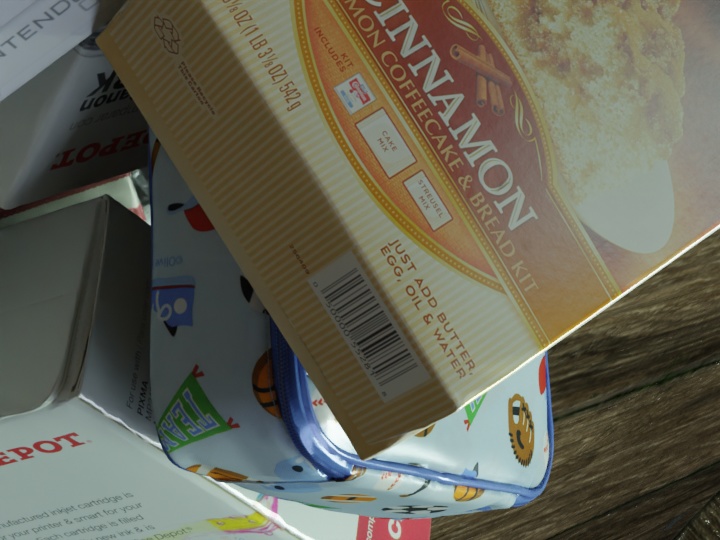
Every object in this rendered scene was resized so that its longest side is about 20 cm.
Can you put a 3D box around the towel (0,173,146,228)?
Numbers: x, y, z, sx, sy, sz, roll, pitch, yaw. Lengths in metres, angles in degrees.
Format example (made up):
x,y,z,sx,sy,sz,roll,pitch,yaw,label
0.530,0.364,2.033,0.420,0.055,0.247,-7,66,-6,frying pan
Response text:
x,y,z,sx,sy,sz,roll,pitch,yaw,label
-0.144,0.055,0.975,0.143,0.023,0.201,-21,130,-19,towel

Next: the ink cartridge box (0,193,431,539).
x,y,z,sx,sy,sz,roll,pitch,yaw,label
-0.087,0.067,0.900,0.145,0.083,0.200,-15,144,33,ink cartridge box

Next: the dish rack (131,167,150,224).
x,y,z,sx,sy,sz,roll,pitch,yaw,label
-0.066,-0.061,1.036,0.200,0.044,0.172,-42,163,-3,dish rack

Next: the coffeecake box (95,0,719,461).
x,y,z,sx,sy,sz,roll,pitch,yaw,label
0.046,-0.062,0.754,0.199,0.154,0.073,-33,180,-29,coffeecake box

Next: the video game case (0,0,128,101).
x,y,z,sx,sy,sz,roll,pitch,yaw,label
-0.123,-0.119,0.661,0.181,0.024,0.200,-34,145,12,video game case

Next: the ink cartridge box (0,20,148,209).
x,y,z,sx,sy,sz,roll,pitch,yaw,label
-0.060,-0.129,0.821,0.144,0.084,0.200,-21,153,-47,ink cartridge box

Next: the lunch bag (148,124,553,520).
x,y,z,sx,sy,sz,roll,pitch,yaw,label
0.000,0.000,0.842,0.075,0.162,0.200,-6,165,28,lunch bag
